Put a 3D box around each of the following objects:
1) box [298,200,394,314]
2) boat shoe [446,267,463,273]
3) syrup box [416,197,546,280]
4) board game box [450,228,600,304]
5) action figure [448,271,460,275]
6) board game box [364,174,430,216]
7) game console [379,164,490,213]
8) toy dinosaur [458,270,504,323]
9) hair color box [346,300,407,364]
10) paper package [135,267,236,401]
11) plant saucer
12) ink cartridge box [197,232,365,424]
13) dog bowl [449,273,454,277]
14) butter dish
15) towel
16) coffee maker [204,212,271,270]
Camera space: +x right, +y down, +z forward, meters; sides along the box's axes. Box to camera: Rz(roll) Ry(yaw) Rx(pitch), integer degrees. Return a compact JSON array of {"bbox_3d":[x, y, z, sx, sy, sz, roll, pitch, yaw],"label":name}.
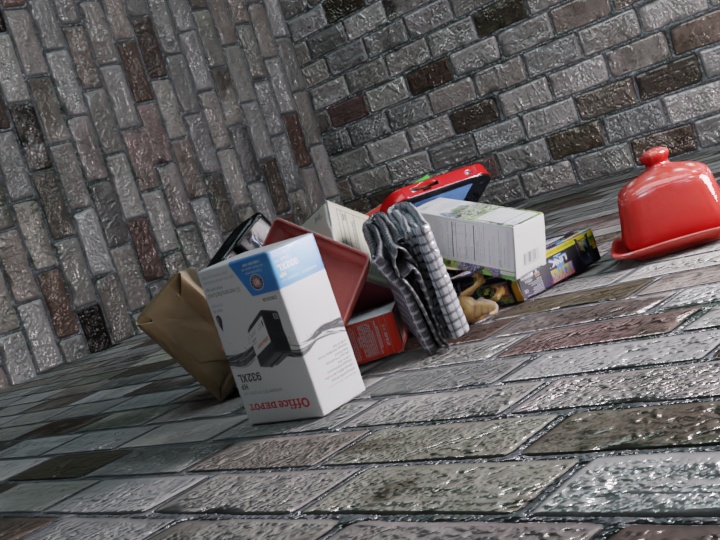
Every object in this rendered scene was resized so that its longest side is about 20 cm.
[{"bbox_3d":[0.000,0.000,1.505,0.198,0.130,0.109,18,-43,-37],"label":"box"},{"bbox_3d":[0.196,-0.008,1.684,0.071,0.066,0.198,0,-12,44],"label":"boat shoe"},{"bbox_3d":[0.168,-0.050,1.463,0.198,0.083,0.078,11,25,43],"label":"syrup box"},{"bbox_3d":[0.254,0.001,1.568,0.198,0.058,0.164,-23,4,-37],"label":"board game box"},{"bbox_3d":[0.129,0.004,1.788,0.197,0.104,0.118,-2,-4,-35],"label":"action figure"},{"bbox_3d":[0.035,-0.067,1.701,0.199,0.041,0.153,-34,-13,-21],"label":"board game box"},{"bbox_3d":[0.107,-0.090,1.601,0.197,0.031,0.178,-19,-27,-24],"label":"game console"},{"bbox_3d":[0.166,0.053,1.417,0.107,0.060,0.199,-54,17,-26],"label":"toy dinosaur"},{"bbox_3d":[-0.035,0.107,1.431,0.197,0.065,0.111,-17,4,8],"label":"hair color box"},{"bbox_3d":[-0.242,0.094,1.560,0.104,0.190,0.200,-48,4,-1],"label":"paper package"},{"bbox_3d":[-0.083,0.050,1.344,0.198,0.203,0.036,22,-2,42],"label":"plant saucer"},{"bbox_3d":[-0.096,0.074,1.197,0.144,0.203,0.083,-13,8,44],"label":"ink cartridge box"},{"bbox_3d":[0.083,0.052,1.700,0.198,0.050,0.111,-16,5,34],"label":"dog bowl"},{"bbox_3d":[0.457,-0.110,1.486,0.196,0.150,0.200,-16,5,18],"label":"butter dish"},{"bbox_3d":[0.070,0.009,1.345,0.084,0.168,0.200,-23,16,1],"label":"towel"},{"bbox_3d":[-0.128,0.010,1.567,0.134,0.200,0.193,-35,17,38],"label":"coffee maker"}]
